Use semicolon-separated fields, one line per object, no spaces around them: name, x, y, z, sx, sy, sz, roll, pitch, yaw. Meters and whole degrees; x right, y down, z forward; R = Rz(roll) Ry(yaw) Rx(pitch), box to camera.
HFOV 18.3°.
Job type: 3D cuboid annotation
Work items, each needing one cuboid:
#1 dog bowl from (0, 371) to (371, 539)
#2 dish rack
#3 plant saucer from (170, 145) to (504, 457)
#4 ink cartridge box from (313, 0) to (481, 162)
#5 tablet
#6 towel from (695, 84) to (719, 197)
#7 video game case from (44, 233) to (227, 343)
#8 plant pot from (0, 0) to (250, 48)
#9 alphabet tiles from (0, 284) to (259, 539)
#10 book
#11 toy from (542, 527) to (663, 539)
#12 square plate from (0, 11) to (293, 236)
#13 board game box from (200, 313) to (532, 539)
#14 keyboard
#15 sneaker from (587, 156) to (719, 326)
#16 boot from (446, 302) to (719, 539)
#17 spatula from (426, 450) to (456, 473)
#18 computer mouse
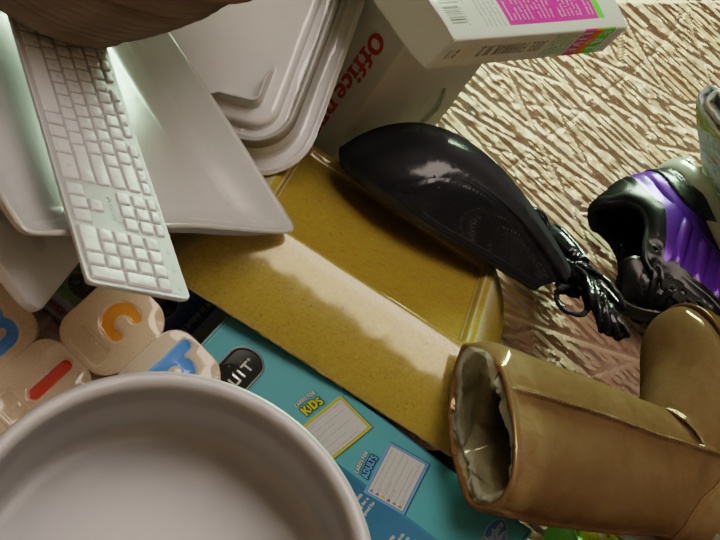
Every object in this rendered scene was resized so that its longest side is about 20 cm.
dog bowl;-0.095;0.153;1.035;0.200;0.079;0.200;2;72;-5
dish rack;-0.104;-0.155;1.269;0.200;0.044;0.172;15;72;12
plant saucer;0.000;0.000;1.265;0.200;0.048;0.200;33;22;-4
ink cartridge box;-0.026;-0.169;1.373;0.084;0.145;0.200;-17;64;-42
tablet;-0.179;-0.063;1.146;0.130;0.014;0.200;52;19;-11
towel;0.278;-0.024;1.423;0.048;0.200;0.171;-30;65;-2
video game case;-0.154;-0.032;1.266;0.200;0.018;0.143;38;42;3
plant pot;-0.142;-0.179;1.131;0.201;0.093;0.201;27;26;-15
alphabet tiles;-0.148;0.104;1.094;0.200;0.015;0.196;44;73;9
book;0.065;-0.182;1.297;0.200;0.048;0.134;-11;63;-54
toy;0.187;0.173;1.283;0.200;0.047;0.115;13;49;-32
square plate;-0.149;-0.089;1.143;0.200;0.028;0.198;-2;53;-52
board game box;-0.033;0.133;1.156;0.200;0.047;0.151;37;50;7
keyboard;-0.132;-0.064;1.092;0.056;0.011;0.200;17;38;-40
sneaker;0.209;0.022;1.422;0.099;0.070;0.200;-14;59;-31
boot;0.134;0.071;1.227;0.200;0.066;0.175;18;44;-35
spatula;0.011;0.112;1.233;0.200;0.021;0.057;-1;53;-21
computer mouse;0.076;-0.039;1.327;0.200;0.053;0.139;29;11;-29
